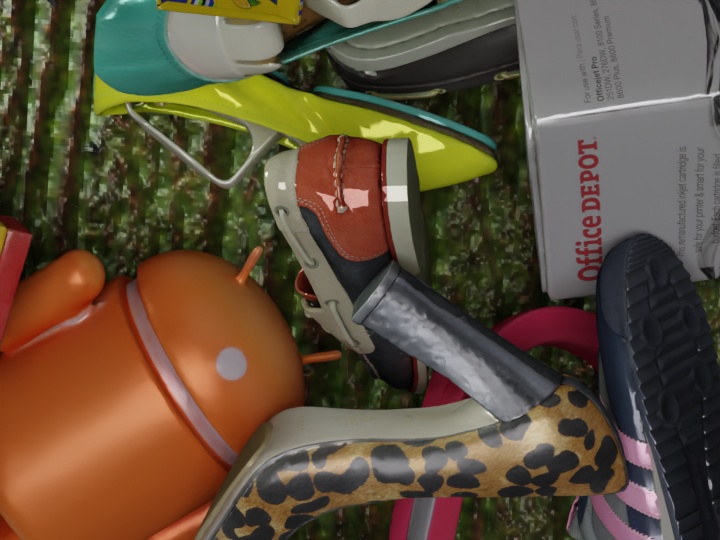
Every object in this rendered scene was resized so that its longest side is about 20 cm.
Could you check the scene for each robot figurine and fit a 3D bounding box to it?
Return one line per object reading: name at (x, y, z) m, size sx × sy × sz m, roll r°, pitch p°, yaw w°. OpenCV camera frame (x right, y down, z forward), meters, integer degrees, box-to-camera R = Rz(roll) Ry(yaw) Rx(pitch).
robot figurine at (-0.112, 0.066, 1.053) m, size 0.199 × 0.117 × 0.144 m, roll -31°, pitch 82°, yaw 6°

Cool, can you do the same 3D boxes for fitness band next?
fitness band at (0.085, 0.116, 1.048) m, size 0.143 × 0.037 × 0.201 m, roll 25°, pitch 70°, yaw -26°

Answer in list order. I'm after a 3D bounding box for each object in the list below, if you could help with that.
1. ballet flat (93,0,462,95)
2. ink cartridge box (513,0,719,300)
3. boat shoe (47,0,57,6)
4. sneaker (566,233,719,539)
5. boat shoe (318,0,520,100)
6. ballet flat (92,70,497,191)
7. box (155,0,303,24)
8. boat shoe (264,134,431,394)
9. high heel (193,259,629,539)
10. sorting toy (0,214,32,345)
ballet flat at (-0.027, -0.124, 0.980) m, size 0.199 × 0.070 × 0.068 m, roll -22°, pitch 117°, yaw 0°
ink cartridge box at (0.172, -0.068, 1.002) m, size 0.199 × 0.145 × 0.085 m, roll -7°, pitch 56°, yaw 3°
boat shoe at (-0.157, -0.154, 1.032) m, size 0.199 × 0.075 × 0.063 m, roll 13°, pitch 82°, yaw 5°
sneaker at (0.121, 0.087, 1.003) m, size 0.082 × 0.070 × 0.201 m, roll -11°, pitch 86°, yaw 43°
boat shoe at (0.081, -0.129, 1.043) m, size 0.200 × 0.061 × 0.072 m, roll -11°, pitch 69°, yaw 2°
ballet flat at (-0.036, -0.064, 1.047) m, size 0.199 × 0.067 × 0.067 m, roll 22°, pitch 84°, yaw 7°
box at (-0.042, -0.199, 0.961) m, size 0.064 × 0.201 × 0.070 m, roll 7°, pitch 137°, yaw 0°
boat shoe at (0.000, 0.000, 1.014) m, size 0.062 × 0.200 × 0.072 m, roll -4°, pitch 64°, yaw 5°
high heel at (0.016, 0.108, 0.978) m, size 0.142 × 0.071 × 0.200 m, roll 35°, pitch 115°, yaw -6°
sorting toy at (-0.219, 0.044, 1.020) m, size 0.069 × 0.200 × 0.200 m, roll 14°, pitch 98°, yaw -26°
